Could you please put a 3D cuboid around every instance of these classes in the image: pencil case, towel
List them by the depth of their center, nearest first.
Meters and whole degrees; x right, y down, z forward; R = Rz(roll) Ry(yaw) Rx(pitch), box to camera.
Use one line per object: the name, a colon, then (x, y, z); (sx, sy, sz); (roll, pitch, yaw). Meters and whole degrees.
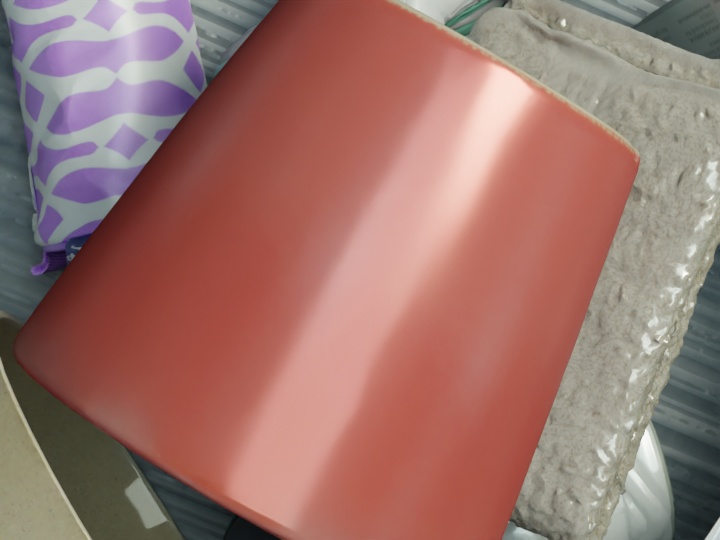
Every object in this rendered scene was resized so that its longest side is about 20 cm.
towel: (0.072, -0.003, 1.021); (0.132, 0.034, 0.201); (24, 97, 28)
pencil case: (-0.110, -0.100, 1.041); (0.085, 0.084, 0.202); (-12, 85, 29)

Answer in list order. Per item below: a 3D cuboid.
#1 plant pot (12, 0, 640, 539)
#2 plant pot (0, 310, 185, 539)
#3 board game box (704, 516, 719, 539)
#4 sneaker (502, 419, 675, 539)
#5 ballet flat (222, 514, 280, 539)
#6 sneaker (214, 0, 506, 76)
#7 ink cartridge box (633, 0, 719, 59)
plant pot: (0.000, 0.000, 0.944); (0.200, 0.200, 0.178); (30, 92, -8)
plant pot: (-0.168, 0.147, 0.967); (0.199, 0.187, 0.188); (-32, 92, 2)
board game box: (0.225, 0.130, 0.948); (0.199, 0.026, 0.201); (35, 93, 13)
sneaker: (0.068, 0.028, 1.069); (0.080, 0.070, 0.202); (-15, 86, -3)
ballet flat: (0.009, 0.177, 1.012); (0.073, 0.073, 0.201); (-29, 110, -13)
sneaker: (0.006, -0.156, 1.075); (0.199, 0.078, 0.141); (-26, 89, -22)
ink cartridge box: (0.197, -0.035, 1.055); (0.047, 0.160, 0.201); (-31, 92, -12)
